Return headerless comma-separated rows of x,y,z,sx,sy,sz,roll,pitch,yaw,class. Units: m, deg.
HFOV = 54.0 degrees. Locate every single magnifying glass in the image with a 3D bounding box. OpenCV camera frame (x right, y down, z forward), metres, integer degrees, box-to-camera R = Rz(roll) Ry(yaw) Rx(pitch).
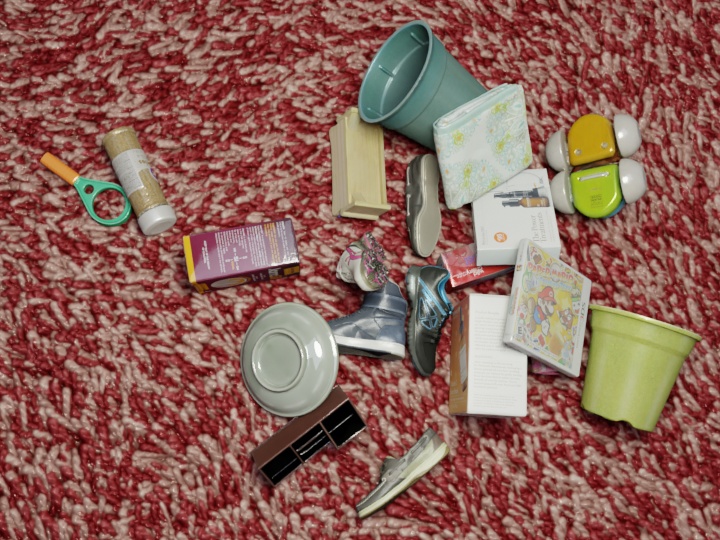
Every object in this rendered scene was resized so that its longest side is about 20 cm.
-0.521,-0.158,1.339,0.199,0.022,0.080,35,78,4,magnifying glass

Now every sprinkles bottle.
-0.416,-0.168,1.324,0.067,0.068,0.202,-26,81,-9,sprinkles bottle

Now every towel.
0.225,-0.227,1.284,0.198,0.048,0.173,-30,124,-18,towel

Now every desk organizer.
-0.090,0.296,1.234,0.199,0.077,0.072,-36,105,-11,desk organizer

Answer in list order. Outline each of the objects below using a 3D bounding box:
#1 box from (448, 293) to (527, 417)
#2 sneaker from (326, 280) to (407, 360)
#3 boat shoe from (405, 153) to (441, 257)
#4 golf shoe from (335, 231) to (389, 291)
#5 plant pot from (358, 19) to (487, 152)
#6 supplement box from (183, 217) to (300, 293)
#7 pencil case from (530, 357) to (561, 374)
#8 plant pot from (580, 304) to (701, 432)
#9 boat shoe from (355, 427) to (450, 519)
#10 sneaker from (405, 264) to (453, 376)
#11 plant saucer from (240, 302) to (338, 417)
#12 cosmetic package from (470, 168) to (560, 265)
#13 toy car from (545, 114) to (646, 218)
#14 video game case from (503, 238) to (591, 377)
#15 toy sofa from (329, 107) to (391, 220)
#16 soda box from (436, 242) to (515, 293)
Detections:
0.225,0.157,1.260,0.104,0.152,0.204,4,77,-4,box
-0.010,0.078,1.300,0.198,0.077,0.149,7,73,2,sneaker
0.117,-0.124,1.369,0.066,0.057,0.204,11,79,-39,boat shoe
0.000,0.000,1.264,0.091,0.200,0.073,-35,104,10,golf shoe
0.130,-0.322,1.318,0.194,0.199,0.203,26,74,-33,plant pot
-0.212,-0.026,1.288,0.196,0.110,0.087,-11,79,-6,supplement box
0.351,0.096,1.320,0.082,0.086,0.204,6,74,-43,pencil case
0.483,0.179,1.269,0.197,0.200,0.187,18,89,0,plant pot
0.066,0.357,1.251,0.199,0.072,0.066,-35,72,-11,boat shoe
0.128,0.091,1.286,0.080,0.073,0.204,-3,91,17,sneaker
-0.136,0.157,1.244,0.197,0.050,0.204,-2,84,22,plant saucer
0.284,-0.102,1.319,0.148,0.052,0.202,-4,51,7,cosmetic package
0.458,-0.190,1.360,0.172,0.149,0.204,-10,72,29,toy car
0.329,0.068,1.225,0.198,0.023,0.185,26,68,-34,video game case
-0.002,-0.201,1.365,0.082,0.097,0.204,4,76,-28,toy sofa
0.248,-0.022,1.345,0.197,0.063,0.071,-18,78,-7,soda box
